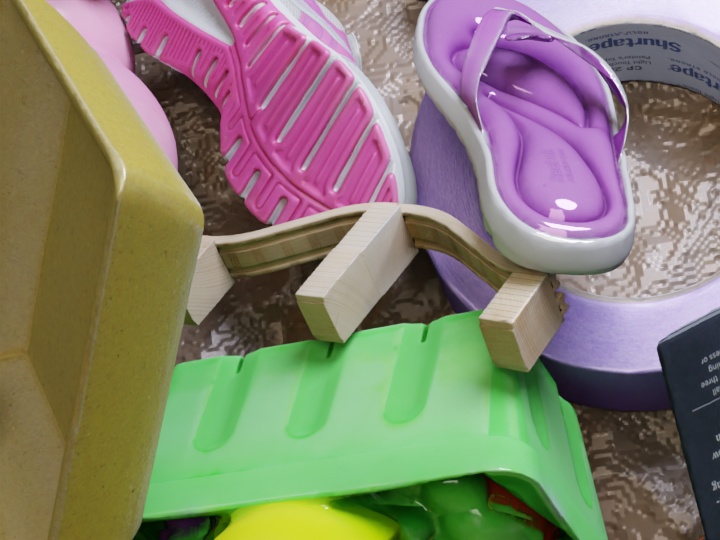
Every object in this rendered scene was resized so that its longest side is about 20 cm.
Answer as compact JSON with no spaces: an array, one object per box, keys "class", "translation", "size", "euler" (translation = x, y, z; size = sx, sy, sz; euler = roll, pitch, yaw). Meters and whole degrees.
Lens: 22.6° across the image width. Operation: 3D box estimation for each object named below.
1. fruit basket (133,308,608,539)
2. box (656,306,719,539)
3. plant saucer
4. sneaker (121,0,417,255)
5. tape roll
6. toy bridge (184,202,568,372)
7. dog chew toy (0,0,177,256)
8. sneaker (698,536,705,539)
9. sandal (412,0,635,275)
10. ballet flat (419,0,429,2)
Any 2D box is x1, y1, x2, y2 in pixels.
[{"class":"fruit basket","translation":[-0.007,0.127,0.724],"size":[0.215,0.156,0.217],"euler":[-16,50,20]},{"class":"box","translation":[0.222,0.105,0.699],"size":[0.107,0.148,0.201],"euler":[-33,61,45]},{"class":"plant saucer","translation":[-0.117,0.008,0.718],"size":[0.048,0.201,0.200],"euler":[2,28,-26]},{"class":"sneaker","translation":[-0.027,-0.084,0.853],"size":[0.081,0.088,0.200],"euler":[-46,60,21]},{"class":"tape roll","translation":[0.125,-0.040,0.828],"size":[0.199,0.066,0.201],"euler":[-4,71,10]},{"class":"toy bridge","translation":[0.000,0.000,0.754],"size":[0.199,0.027,0.067],"euler":[6,44,39]},{"class":"dog chew toy","translation":[-0.160,-0.089,0.874],"size":[0.124,0.125,0.201],"euler":[-18,61,4]},{"class":"sneaker","translation":[0.111,0.181,0.745],"size":[0.075,0.078,0.200],"euler":[33,80,20]},{"class":"sandal","translation":[0.076,-0.073,0.747],"size":[0.082,0.050,0.203],"euler":[1,38,-14]},{"class":"ballet flat","translation":[0.029,-0.227,0.917],"size":[0.071,0.069,0.201],"euler":[-17,69,20]}]
